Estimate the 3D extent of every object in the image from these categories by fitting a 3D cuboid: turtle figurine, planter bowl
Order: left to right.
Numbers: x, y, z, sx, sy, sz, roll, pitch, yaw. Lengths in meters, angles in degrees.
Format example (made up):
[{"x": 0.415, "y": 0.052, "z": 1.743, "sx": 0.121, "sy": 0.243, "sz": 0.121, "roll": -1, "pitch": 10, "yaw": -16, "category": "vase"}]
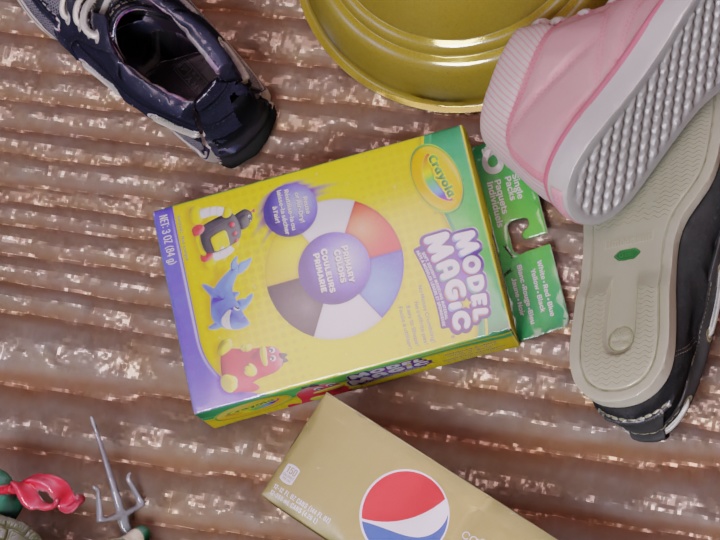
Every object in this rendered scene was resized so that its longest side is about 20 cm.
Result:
[{"x": -0.184, "y": 0.176, "z": 1.159, "sx": 0.149, "sy": 0.101, "sz": 0.202, "roll": -5, "pitch": 81, "yaw": 10, "category": "turtle figurine"}, {"x": 0.051, "y": -0.192, "z": 1.206, "sx": 0.199, "sy": 0.083, "sz": 0.202, "roll": -3, "pitch": 75, "yaw": 11, "category": "planter bowl"}]

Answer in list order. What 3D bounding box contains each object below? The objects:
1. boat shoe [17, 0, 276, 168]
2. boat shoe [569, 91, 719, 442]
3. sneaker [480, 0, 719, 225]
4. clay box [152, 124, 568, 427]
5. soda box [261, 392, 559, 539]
[{"x": -0.130, "y": -0.142, "z": 1.225, "sx": 0.200, "sy": 0.093, "sz": 0.075, "roll": 39, "pitch": 86, "yaw": 17, "category": "boat shoe"}, {"x": 0.155, "y": -0.011, "z": 1.156, "sx": 0.071, "sy": 0.068, "sz": 0.201, "roll": -3, "pitch": 60, "yaw": 35, "category": "boat shoe"}, {"x": 0.140, "y": -0.121, "z": 1.155, "sx": 0.200, "sy": 0.075, "sz": 0.105, "roll": -48, "pitch": 43, "yaw": -7, "category": "sneaker"}, {"x": 0.000, "y": 0.000, "z": 1.187, "sx": 0.199, "sy": 0.048, "sz": 0.116, "roll": -16, "pitch": 74, "yaw": 8, "category": "clay box"}, {"x": 0.053, "y": 0.143, "z": 1.130, "sx": 0.199, "sy": 0.068, "sz": 0.064, "roll": 31, "pitch": 83, "yaw": 17, "category": "soda box"}]
